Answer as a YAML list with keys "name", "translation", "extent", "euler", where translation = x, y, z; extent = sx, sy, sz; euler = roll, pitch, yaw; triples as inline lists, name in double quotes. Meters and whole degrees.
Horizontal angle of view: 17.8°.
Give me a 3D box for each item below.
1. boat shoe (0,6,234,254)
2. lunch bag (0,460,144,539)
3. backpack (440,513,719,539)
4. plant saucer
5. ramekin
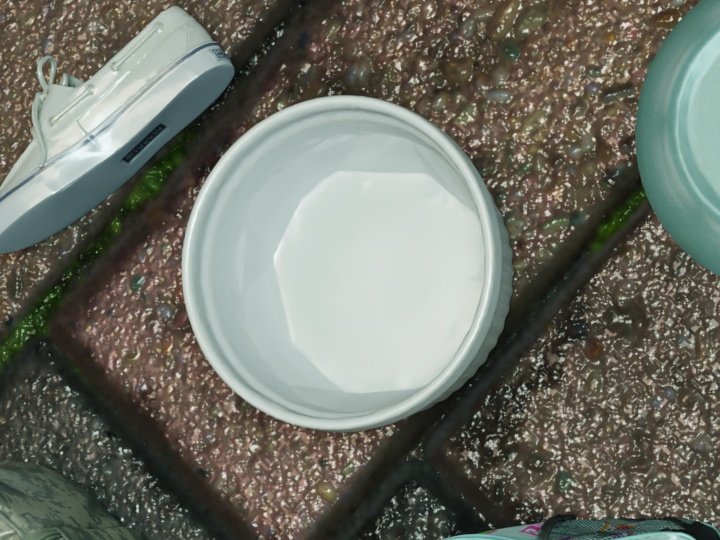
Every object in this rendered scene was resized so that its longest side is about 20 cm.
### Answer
- name: "boat shoe"
  translation: [-0.183, -0.101, 1.496]
  extent: [0.202, 0.075, 0.086]
  euler: [-40, 74, 9]
- name: "lunch bag"
  translation: [-0.220, 0.190, 1.413]
  extent: [0.139, 0.200, 0.168]
  euler: [-43, 76, 7]
- name: "backpack"
  translation: [0.108, 0.231, 1.319]
  extent: [0.198, 0.153, 0.178]
  euler: [-2, 88, 25]
- name: "plant saucer"
  translation: [0.257, -0.087, 1.361]
  extent: [0.198, 0.036, 0.202]
  euler: [-2, 83, 19]
- name: "ramekin"
  translation: [0.000, 0.000, 1.404]
  extent: [0.198, 0.105, 0.202]
  euler: [-2, 83, 18]
